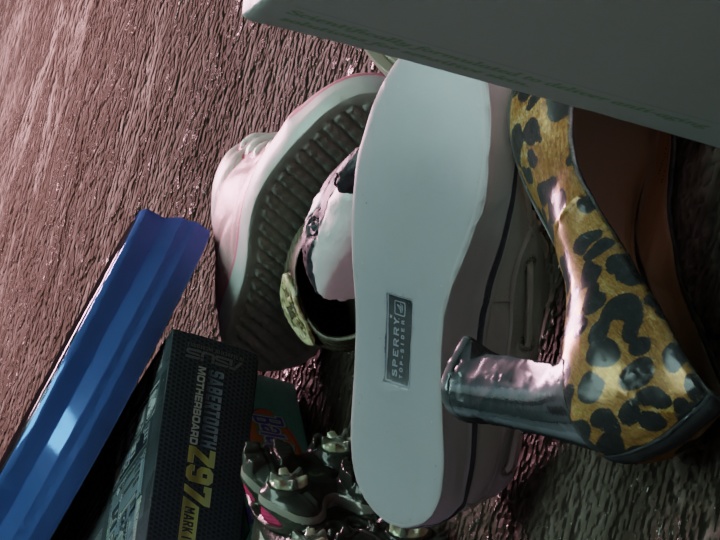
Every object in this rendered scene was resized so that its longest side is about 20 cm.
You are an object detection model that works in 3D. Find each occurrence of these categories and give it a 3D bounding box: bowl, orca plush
[{"bbox_3d":[-0.140,0.059,1.520,0.201,0.039,0.201,-61,5,9],"label":"bowl"},{"bbox_3d":[0.035,-0.073,1.215,0.200,0.105,0.071,-57,45,44],"label":"orca plush"}]

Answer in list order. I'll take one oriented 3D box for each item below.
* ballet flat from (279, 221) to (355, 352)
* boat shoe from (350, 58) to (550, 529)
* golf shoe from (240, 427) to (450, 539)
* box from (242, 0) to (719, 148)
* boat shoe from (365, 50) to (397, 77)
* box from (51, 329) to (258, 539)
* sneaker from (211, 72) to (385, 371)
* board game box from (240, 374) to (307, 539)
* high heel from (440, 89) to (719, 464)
[{"bbox_3d":[0.000,0.000,1.359,0.068,0.046,0.200,61,155,-1],"label":"ballet flat"},{"bbox_3d":[0.043,0.002,1.168,0.072,0.066,0.201,16,111,44],"label":"boat shoe"},{"bbox_3d":[-0.004,0.140,1.272,0.200,0.077,0.088,-115,23,-69],"label":"golf shoe"},{"bbox_3d":[0.091,-0.161,0.971,0.200,0.198,0.172,143,139,-67],"label":"box"},{"bbox_3d":[0.031,-0.137,1.430,0.200,0.072,0.063,-105,-10,-49],"label":"boat shoe"},{"bbox_3d":[-0.111,0.149,1.456,0.200,0.051,0.158,123,159,-46],"label":"box"},{"bbox_3d":[-0.028,-0.050,1.473,0.200,0.075,0.105,116,155,-45],"label":"sneaker"},{"bbox_3d":[-0.077,0.171,1.496,0.152,0.045,0.200,-104,33,-60],"label":"board game box"},{"bbox_3d":[0.109,-0.028,1.066,0.142,0.071,0.201,7,75,57],"label":"high heel"}]
